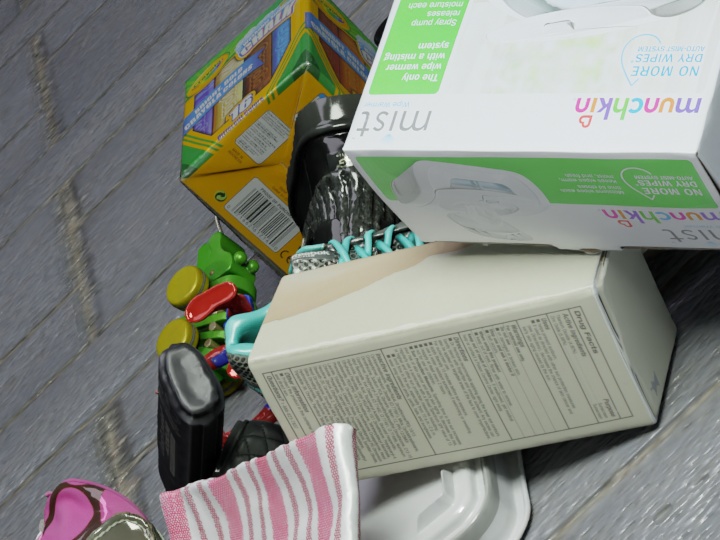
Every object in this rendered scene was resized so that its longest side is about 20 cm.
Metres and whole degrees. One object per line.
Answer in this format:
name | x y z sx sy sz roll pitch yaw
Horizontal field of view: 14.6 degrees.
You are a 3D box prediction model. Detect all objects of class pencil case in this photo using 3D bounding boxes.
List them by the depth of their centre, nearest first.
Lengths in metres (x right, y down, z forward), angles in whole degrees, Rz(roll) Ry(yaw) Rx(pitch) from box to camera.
pencil case | -0.204 0.225 1.712 0.093 0.091 0.200 20 60 27

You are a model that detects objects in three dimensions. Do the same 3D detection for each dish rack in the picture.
dish rack | 0.012 0.130 1.528 0.171 0.044 0.200 -40 23 16

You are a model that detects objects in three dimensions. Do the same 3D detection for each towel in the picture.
towel | -0.054 0.169 1.469 0.200 0.030 0.147 -27 62 59

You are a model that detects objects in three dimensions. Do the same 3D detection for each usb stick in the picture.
usb stick | -0.102 0.098 1.669 0.032 0.056 0.200 -20 -19 -11

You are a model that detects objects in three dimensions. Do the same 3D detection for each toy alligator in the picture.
toy alligator | -0.090 0.014 1.871 0.054 0.059 0.201 -19 48 36

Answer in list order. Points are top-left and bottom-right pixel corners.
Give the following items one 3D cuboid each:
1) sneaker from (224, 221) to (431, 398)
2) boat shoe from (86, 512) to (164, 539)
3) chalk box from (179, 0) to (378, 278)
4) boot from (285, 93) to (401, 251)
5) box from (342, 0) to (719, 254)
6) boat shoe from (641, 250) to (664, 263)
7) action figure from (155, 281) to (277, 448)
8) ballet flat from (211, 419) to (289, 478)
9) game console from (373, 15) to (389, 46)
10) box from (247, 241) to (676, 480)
sneaker | 0.004 0.011 1.544 0.200 0.091 0.078 -43 34 20
boat shoe | -0.163 0.223 1.618 0.060 0.072 0.203 85 -156 -57
chalk box | -0.040 -0.105 1.936 0.124 0.125 0.200 -39 23 18
boot | -0.003 0.000 1.734 0.079 0.211 0.159 -9 71 3
box | 0.117 -0.106 1.387 0.199 0.097 0.177 3 62 34
boat shoe | 0.162 -0.045 1.528 0.202 0.060 0.072 -45 55 9
action figure | -0.082 0.066 1.704 0.099 0.065 0.200 -37 -13 3
ballet flat | -0.073 0.168 1.615 0.067 0.056 0.201 103 -175 -54
game console | 0.121 -0.159 1.733 0.200 0.175 0.117 -129 54 -71
box | 0.054 0.040 1.457 0.199 0.095 0.078 -12 33 24
